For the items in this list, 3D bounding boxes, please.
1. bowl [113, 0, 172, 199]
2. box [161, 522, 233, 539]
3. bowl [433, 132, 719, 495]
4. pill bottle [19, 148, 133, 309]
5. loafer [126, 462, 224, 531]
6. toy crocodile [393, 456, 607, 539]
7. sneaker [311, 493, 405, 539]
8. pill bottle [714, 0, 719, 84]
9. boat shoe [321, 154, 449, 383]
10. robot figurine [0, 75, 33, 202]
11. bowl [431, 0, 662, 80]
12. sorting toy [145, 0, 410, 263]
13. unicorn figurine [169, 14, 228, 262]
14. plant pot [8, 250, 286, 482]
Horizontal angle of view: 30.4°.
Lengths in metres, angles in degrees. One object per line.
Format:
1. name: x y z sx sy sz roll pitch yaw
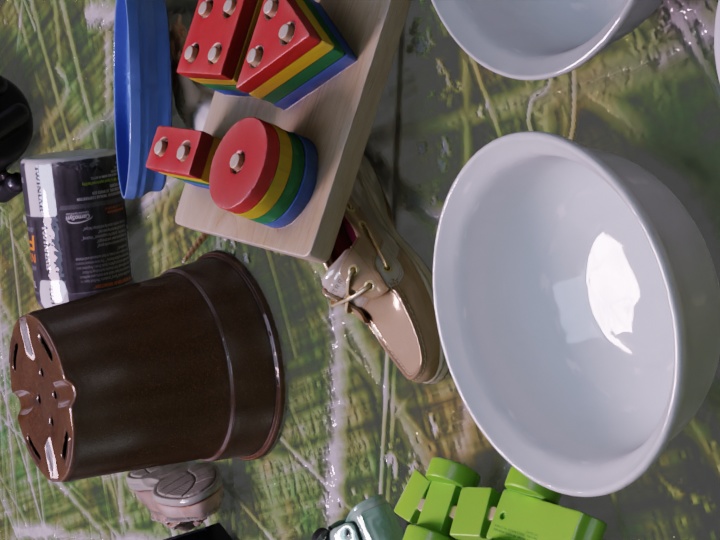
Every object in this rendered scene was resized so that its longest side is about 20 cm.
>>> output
1. bowl: -0.202 -0.167 1.219 0.200 0.039 0.203 178 90 -76
2. box: -0.187 0.373 1.307 0.104 0.147 0.202 42 132 43
3. bowl: 0.135 0.018 0.751 0.200 0.090 0.203 22 117 52
4. pill bottle: -0.296 -0.023 1.399 0.106 0.105 0.202 9 107 55
5. loafer: -0.179 0.232 1.338 0.200 0.071 0.063 -1 111 63
6. toy crocodile: 0.091 0.172 0.907 0.199 0.062 0.068 -2 62 52
7. sneaker: 0.030 0.232 0.996 0.200 0.073 0.119 -14 94 60
8. pill bottle: 0.251 -0.099 0.532 0.199 0.111 0.113 7 105 56
9. boat shoe: 0.000 0.000 0.984 0.201 0.069 0.074 62 144 24
10. robot figurine: -0.473 -0.166 1.610 0.199 0.124 0.152 -23 67 56
11. bowl: 0.120 -0.209 0.723 0.200 0.090 0.203 24 119 52
12. sorting toy: -0.075 -0.124 0.987 0.198 0.069 0.202 14 85 52
13. unicorn figurine: -0.123 -0.124 1.150 0.201 0.073 0.138 -110 30 -44
14. plant pot: -0.202 0.095 1.205 0.200 0.197 0.203 21 116 53
